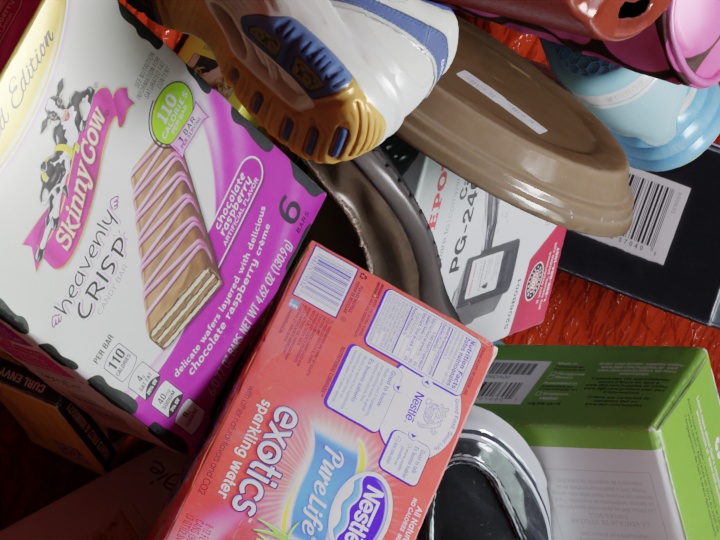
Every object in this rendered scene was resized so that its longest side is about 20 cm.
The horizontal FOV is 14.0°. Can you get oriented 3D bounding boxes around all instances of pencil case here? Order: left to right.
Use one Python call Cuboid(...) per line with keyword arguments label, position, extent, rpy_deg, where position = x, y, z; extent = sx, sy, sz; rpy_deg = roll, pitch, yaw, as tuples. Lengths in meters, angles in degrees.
Cuboid(label="pencil case", position=(0.097, -0.158, 1.440), extent=(0.094, 0.199, 0.091), rpy_deg=(32, 79, -55))

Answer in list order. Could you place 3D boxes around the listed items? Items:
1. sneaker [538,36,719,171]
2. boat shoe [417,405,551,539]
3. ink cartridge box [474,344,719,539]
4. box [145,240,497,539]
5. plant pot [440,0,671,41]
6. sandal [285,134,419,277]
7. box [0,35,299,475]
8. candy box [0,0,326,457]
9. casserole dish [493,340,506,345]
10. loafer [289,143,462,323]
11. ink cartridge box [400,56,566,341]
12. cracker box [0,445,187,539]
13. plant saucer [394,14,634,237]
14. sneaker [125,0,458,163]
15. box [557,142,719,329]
Cuboid(label="sneaker", position=(0.135, -0.132, 1.562), extent=(0.131, 0.079, 0.201), rpy_deg=(49, 23, -43))
Cuboid(label="boat shoe", position=(0.065, 0.161, 1.464), extent=(0.068, 0.071, 0.201), rpy_deg=(-88, 169, -58))
Cuboid(label="ink cartridge box", position=(0.125, 0.143, 1.527), extent=(0.076, 0.147, 0.201), rpy_deg=(-49, 130, -46))
Cuboid(label="box", position=(-0.029, 0.103, 1.282), extent=(0.095, 0.102, 0.201), rpy_deg=(-54, -170, 55))
Cuboid(label="plant pot", position=(0.049, -0.197, 1.265), extent=(0.201, 0.195, 0.202), rpy_deg=(-44, 146, -41))
Cuboid(label="sandal", position=(-0.048, -0.012, 1.421), extent=(0.200, 0.045, 0.075), rpy_deg=(-49, 146, -1))
Cuboid(label="box", position=(-0.095, -0.011, 1.344), extent=(0.201, 0.050, 0.075), rpy_deg=(-59, 151, -20))
Cuboid(label="candy box", position=(-0.113, -0.028, 1.223), extent=(0.200, 0.061, 0.137), rpy_deg=(41, 71, -46))
Cuboid(label="casserole dish", position=(0.074, 0.121, 1.619), extent=(0.039, 0.200, 0.121), rpy_deg=(5, 126, -56))
Cuboid(label="loafer", position=(0.000, 0.000, 1.380), extent=(0.071, 0.073, 0.200), rpy_deg=(-25, 135, -3))
Cuboid(label="ink cartridge box", position=(0.035, -0.032, 1.546), extent=(0.200, 0.083, 0.146), rpy_deg=(-19, 126, -59))
Cuboid(label="cracker box", position=(-0.090, 0.158, 1.321), extent=(0.199, 0.134, 0.058), rpy_deg=(-29, 165, -30))
Cuboid(label="plant saucer", position=(0.053, -0.084, 1.407), extent=(0.030, 0.200, 0.200), rpy_deg=(-56, 158, 17))
Cuboid(label="sneaker", position=(-0.046, -0.135, 1.195), extent=(0.088, 0.200, 0.075), rpy_deg=(-39, 175, -34))
Cuboid(label="box", position=(0.199, -0.028, 1.803), extent=(0.200, 0.147, 0.105), rpy_deg=(12, 98, -66))
